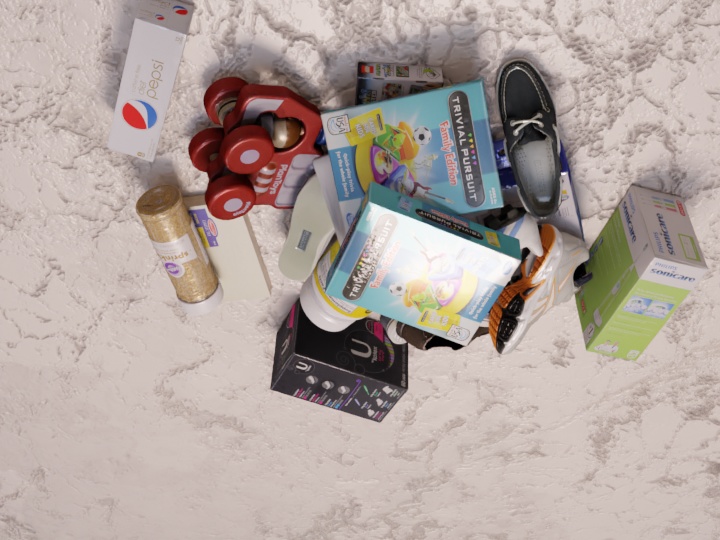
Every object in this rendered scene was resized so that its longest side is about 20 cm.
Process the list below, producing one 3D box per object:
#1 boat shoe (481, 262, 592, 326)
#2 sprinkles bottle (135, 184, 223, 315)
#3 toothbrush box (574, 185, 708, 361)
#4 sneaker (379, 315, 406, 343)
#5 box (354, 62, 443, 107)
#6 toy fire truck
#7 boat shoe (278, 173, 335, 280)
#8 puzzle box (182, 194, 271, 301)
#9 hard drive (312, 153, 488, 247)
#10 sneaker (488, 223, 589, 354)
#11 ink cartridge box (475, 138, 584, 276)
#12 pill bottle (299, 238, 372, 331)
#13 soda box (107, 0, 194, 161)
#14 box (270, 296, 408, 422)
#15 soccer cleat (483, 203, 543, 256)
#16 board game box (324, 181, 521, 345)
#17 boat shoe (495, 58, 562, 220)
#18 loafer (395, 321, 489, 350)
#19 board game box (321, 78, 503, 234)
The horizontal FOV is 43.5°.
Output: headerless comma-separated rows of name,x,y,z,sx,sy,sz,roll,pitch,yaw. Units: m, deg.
boat shoe,0.242,0.021,1.309,0.198,0.075,0.093,-15,160,-26
sprinkles bottle,-0.255,-0.026,1.287,0.067,0.069,0.201,-7,134,9
toothbrush box,0.389,0.006,1.283,0.085,0.147,0.201,11,134,-10
sneaker,0.113,0.024,1.366,0.199,0.080,0.079,-31,139,-3
box,0.043,-0.176,1.189,0.109,0.035,0.201,4,135,-2
toy fire truck,-0.122,-0.158,1.177,0.166,0.113,0.201,-3,141,-31
boat shoe,-0.062,-0.076,1.268,0.069,0.072,0.202,26,127,-4
puzzle box,-0.218,-0.030,1.348,0.131,0.026,0.201,-5,134,8
hard drive,0.051,-0.111,1.164,0.198,0.026,0.133,-16,101,12
sneaker,0.250,0.037,1.242,0.091,0.076,0.201,12,118,-23
ink cartridge box,0.227,-0.092,1.238,0.135,0.077,0.201,-13,135,14
pill bottle,0.000,0.000,1.305,0.113,0.115,0.200,25,137,-22
soda box,-0.261,-0.236,1.114,0.063,0.069,0.201,15,133,-14
box,-0.032,0.144,1.448,0.198,0.123,0.106,19,133,-17
soccer cleat,0.146,-0.006,1.177,0.199,0.070,0.087,-29,101,7
board game box,0.074,-0.004,1.110,0.198,0.047,0.152,20,126,-10
boat shoe,0.215,-0.162,1.122,0.075,0.060,0.202,-16,101,15
loafer,0.148,0.087,1.336,0.198,0.072,0.074,-10,134,-27
board game box,0.065,-0.138,1.108,0.198,0.047,0.153,-10,103,12
